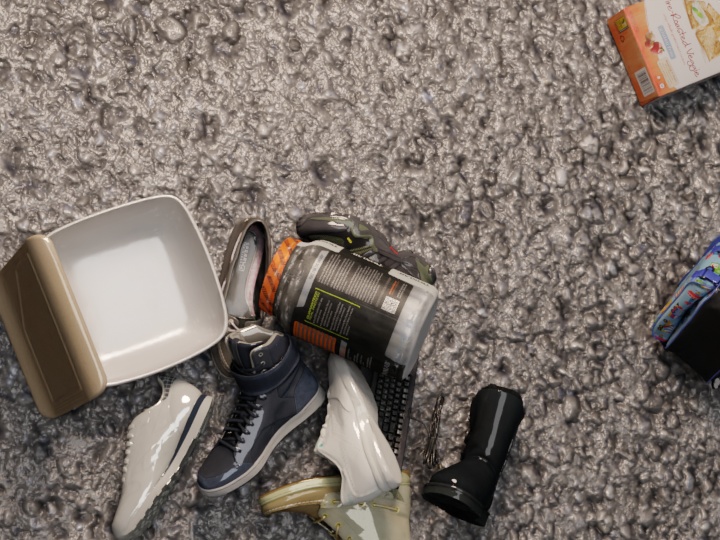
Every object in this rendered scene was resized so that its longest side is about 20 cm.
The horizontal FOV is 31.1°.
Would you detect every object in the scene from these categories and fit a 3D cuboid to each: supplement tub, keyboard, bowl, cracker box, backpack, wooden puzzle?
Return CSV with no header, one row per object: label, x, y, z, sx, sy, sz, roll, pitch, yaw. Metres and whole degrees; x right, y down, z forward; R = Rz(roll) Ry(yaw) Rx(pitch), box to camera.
supplement tub,-0.015,0.041,1.561,0.198,0.123,0.124,23,75,9
keyboard,0.053,0.179,1.626,0.126,0.021,0.202,19,58,-13
bowl,-0.274,0.028,1.554,0.198,0.075,0.202,-20,87,-19
cracker box,0.467,-0.334,1.847,0.198,0.058,0.135,-23,89,-20
backpack,0.508,0.029,1.745,0.134,0.183,0.200,38,58,9
wooden puzzle,-0.351,0.066,1.463,0.037,0.199,0.187,-21,88,-33

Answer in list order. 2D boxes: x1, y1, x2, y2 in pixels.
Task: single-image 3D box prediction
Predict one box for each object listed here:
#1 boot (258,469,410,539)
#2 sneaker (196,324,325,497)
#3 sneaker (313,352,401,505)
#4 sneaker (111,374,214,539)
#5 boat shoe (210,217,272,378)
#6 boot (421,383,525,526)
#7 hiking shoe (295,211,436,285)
boot,-0.022,0.329,1.582,0.197,0.072,0.157,-3,78,-22
sneaker,-0.143,0.158,1.542,0.202,0.076,0.147,-46,130,-26
sneaker,-0.022,0.188,1.562,0.088,0.075,0.202,-29,52,13
sneaker,-0.250,0.224,1.540,0.080,0.076,0.202,27,70,1
boat shoe,-0.148,0.031,1.600,0.066,0.057,0.203,10,78,-15
boot,0.144,0.220,1.600,0.075,0.200,0.170,14,77,19
hiking shoe,0.000,0.000,1.641,0.198,0.076,0.102,27,71,-12
